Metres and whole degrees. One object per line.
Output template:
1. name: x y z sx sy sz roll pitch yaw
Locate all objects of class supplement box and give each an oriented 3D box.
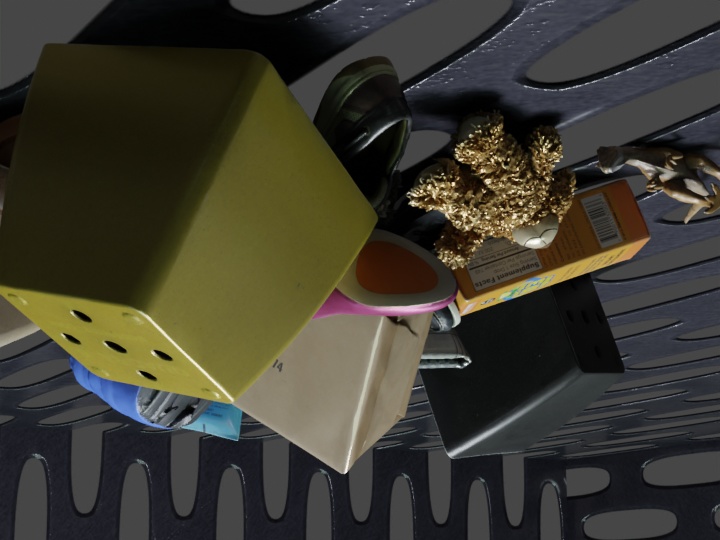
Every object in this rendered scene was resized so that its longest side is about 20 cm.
1. supplement box: 0.164 -0.019 1.312 0.198 0.070 0.067 -17 165 -14

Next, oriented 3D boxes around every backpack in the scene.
1. backpack: -0.196 0.045 1.389 0.166 0.202 0.162 20 176 29

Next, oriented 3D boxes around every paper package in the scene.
1. paper package: -0.049 0.043 1.233 0.199 0.192 0.103 29 -142 22

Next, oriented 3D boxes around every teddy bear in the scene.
1. teddy bear: 0.116 -0.063 1.176 0.145 0.067 0.200 -43 148 -5

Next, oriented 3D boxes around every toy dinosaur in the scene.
1. toy dinosaur: 0.287 -0.083 1.247 0.199 0.061 0.106 20 -179 -44

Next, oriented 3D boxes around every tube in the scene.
1. tube: -0.140 0.070 1.474 0.077 0.203 0.050 8 169 26

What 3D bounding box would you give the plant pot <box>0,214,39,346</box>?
1. plant pot: -0.390 -0.006 1.257 0.198 0.203 0.176 -11 174 37

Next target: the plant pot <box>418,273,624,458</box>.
1. plant pot: 0.186 0.086 1.632 0.176 0.202 0.199 -28 162 28

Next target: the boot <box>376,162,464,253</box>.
1. boot: 0.084 -0.048 1.353 0.163 0.066 0.200 -15 164 -36

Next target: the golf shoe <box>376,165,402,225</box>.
1. golf shoe: -0.048 -0.090 1.174 0.199 0.078 0.088 19 175 -42

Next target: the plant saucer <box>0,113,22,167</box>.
1. plant saucer: -0.215 -0.093 1.208 0.197 0.033 0.200 1 167 0

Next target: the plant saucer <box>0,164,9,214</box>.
1. plant saucer: -0.245 -0.038 1.177 0.198 0.035 0.200 27 174 3

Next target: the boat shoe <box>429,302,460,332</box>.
1. boat shoe: 0.000 -0.001 1.285 0.199 0.066 0.075 43 158 1

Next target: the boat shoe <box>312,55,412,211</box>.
1. boat shoe: -0.010 -0.071 1.070 0.072 0.065 0.201 -14 147 -23

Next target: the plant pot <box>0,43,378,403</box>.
1. plant pot: -0.135 -0.023 0.984 0.198 0.178 0.200 7 152 32

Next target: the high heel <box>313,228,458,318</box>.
1. high heel: -0.012 0.018 1.102 0.197 0.068 0.096 4 149 19

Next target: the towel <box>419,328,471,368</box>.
1. towel: -0.001 0.040 1.517 0.197 0.193 0.035 -1 125 -21
